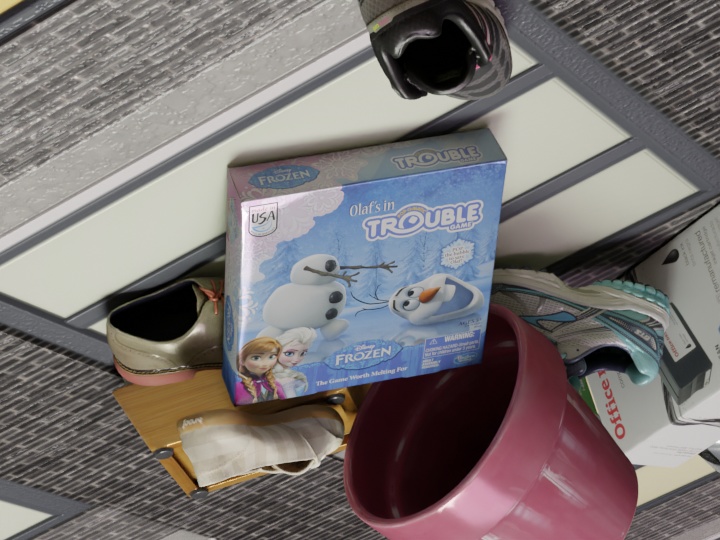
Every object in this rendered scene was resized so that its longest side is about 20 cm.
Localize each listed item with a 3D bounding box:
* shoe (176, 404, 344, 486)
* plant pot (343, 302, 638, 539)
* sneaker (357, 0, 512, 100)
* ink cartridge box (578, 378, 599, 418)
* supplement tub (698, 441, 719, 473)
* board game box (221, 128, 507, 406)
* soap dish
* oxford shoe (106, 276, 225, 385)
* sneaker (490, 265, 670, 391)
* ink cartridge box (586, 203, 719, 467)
[{"bbox_3d":[-0.073,0.138,1.771,0.070,0.054,0.200,-24,165,28],"label":"shoe"},{"bbox_3d":[0.116,0.155,1.822,0.200,0.201,0.179,-34,124,32],"label":"plant pot"},{"bbox_3d":[0.049,-0.139,1.456,0.073,0.088,0.200,-23,155,14],"label":"sneaker"},{"bbox_3d":[0.108,0.150,2.016,0.199,0.145,0.084,-3,152,-28],"label":"ink cartridge box"},{"bbox_3d":[0.357,0.129,2.159,0.122,0.123,0.200,-24,155,15],"label":"supplement tub"},{"bbox_3d":[0.000,0.000,1.686,0.199,0.043,0.200,-10,132,-15],"label":"board game box"},{"bbox_3d":[-0.086,0.111,1.890,0.199,0.082,0.157,-17,155,3],"label":"soap dish"},{"bbox_3d":[-0.095,0.035,1.745,0.199,0.071,0.075,-17,152,-1],"label":"oxford shoe"},{"bbox_3d":[0.153,0.050,1.878,0.199,0.087,0.078,3,154,0],"label":"sneaker"},{"bbox_3d":[0.283,0.058,1.939,0.084,0.145,0.200,8,145,-39],"label":"ink cartridge box"}]
